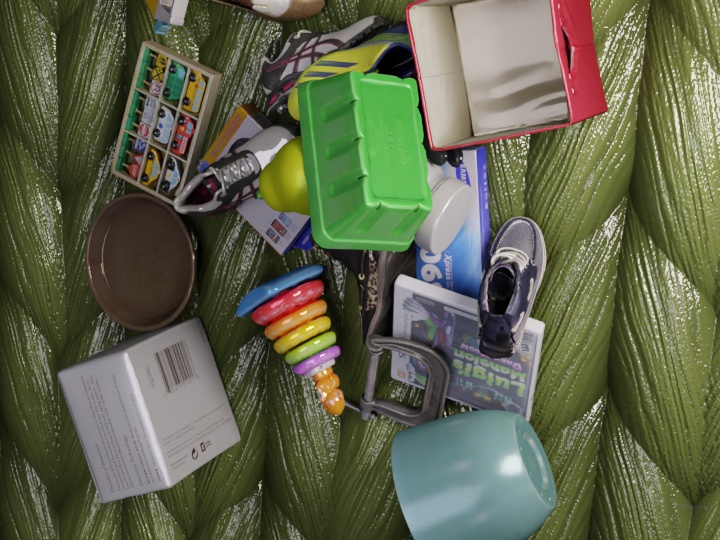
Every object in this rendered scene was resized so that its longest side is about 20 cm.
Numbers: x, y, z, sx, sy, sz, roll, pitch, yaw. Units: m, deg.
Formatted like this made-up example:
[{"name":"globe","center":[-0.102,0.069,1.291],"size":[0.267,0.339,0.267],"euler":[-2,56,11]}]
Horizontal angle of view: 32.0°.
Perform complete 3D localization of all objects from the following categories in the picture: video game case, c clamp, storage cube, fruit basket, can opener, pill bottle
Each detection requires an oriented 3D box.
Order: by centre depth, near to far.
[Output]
[{"name":"fruit basket","center":[-0.022,-0.118,1.471],"size":[0.215,0.154,0.219],"euler":[-5,84,59]},{"name":"storage cube","center":[0.175,-0.247,1.475],"size":[0.197,0.179,0.174],"euler":[-8,98,27]},{"name":"can opener","center":[0.068,-0.201,1.565],"size":[0.079,0.063,0.202],"euler":[-62,40,41]},{"name":"pill bottle","center":[0.032,-0.108,1.566],"size":[0.199,0.116,0.118],"euler":[30,113,21]},{"name":"video game case","center":[0.133,0.105,1.622],"size":[0.198,0.023,0.183],"euler":[18,137,17]},{"name":"c clamp","center":[0.036,0.150,1.685],"size":[0.169,0.027,0.201],"euler":[24,139,8]}]

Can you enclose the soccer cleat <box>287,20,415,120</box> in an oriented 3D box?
[{"name":"soccer cleat","center":[-0.007,-0.237,1.553],"size":[0.198,0.084,0.065],"euler":[-27,130,17]}]

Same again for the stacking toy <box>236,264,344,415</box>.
[{"name":"stacking toy","center":[-0.069,0.102,1.700],"size":[0.116,0.109,0.202],"euler":[-34,82,53]}]

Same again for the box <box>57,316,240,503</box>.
[{"name":"box","center":[-0.298,0.196,1.795],"size":[0.129,0.199,0.203],"euler":[-16,95,27]}]

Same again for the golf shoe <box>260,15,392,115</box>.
[{"name":"golf shoe","center":[-0.052,-0.285,1.635],"size":[0.199,0.077,0.089],"euler":[-31,74,22]}]

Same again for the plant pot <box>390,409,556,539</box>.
[{"name":"plant pot","center":[0.155,0.271,1.611],"size":[0.159,0.200,0.203],"euler":[-25,92,18]}]

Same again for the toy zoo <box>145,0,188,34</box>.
[{"name":"toy zoo","center":[-0.250,-0.415,1.682],"size":[0.131,0.020,0.202],"euler":[48,125,52]}]

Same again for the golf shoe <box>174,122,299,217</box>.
[{"name":"golf shoe","center":[-0.159,-0.124,1.666],"size":[0.199,0.088,0.078],"euler":[-32,88,26]}]

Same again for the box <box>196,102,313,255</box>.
[{"name":"box","center":[-0.122,-0.118,1.727],"size":[0.200,0.041,0.119],"euler":[45,116,11]}]

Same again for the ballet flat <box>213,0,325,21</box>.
[{"name":"ballet flat","center":[-0.146,-0.370,1.658],"size":[0.198,0.072,0.069],"euler":[19,111,20]}]

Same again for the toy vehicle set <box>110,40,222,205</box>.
[{"name":"toy vehicle set","center":[-0.278,-0.208,1.784],"size":[0.123,0.026,0.202],"euler":[26,112,18]}]

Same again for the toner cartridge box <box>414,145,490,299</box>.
[{"name":"toner cartridge box","center":[0.117,-0.057,1.627],"size":[0.094,0.043,0.203],"euler":[1,102,24]}]

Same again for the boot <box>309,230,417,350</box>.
[{"name":"boot","center":[0.000,0.000,1.675],"size":[0.150,0.073,0.202],"euler":[42,147,29]}]

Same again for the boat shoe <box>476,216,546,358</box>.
[{"name":"boat shoe","center":[0.184,0.000,1.521],"size":[0.074,0.202,0.093],"euler":[7,147,10]}]

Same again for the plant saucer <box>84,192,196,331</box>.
[{"name":"plant saucer","center":[-0.318,-0.013,1.838],"size":[0.197,0.029,0.203],"euler":[3,96,27]}]
